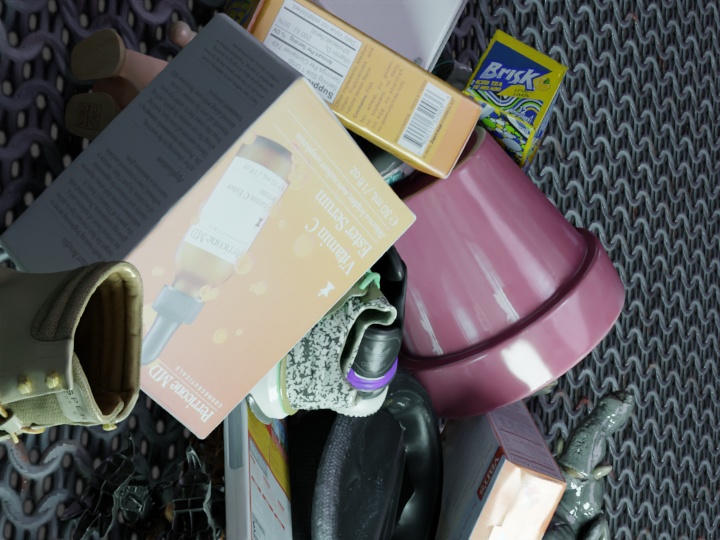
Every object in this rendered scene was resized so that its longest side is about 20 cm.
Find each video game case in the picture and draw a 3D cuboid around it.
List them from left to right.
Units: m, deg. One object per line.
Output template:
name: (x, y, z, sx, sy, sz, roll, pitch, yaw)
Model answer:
video game case: (-0.071, 0.120, 1.172, 0.143, 0.017, 0.202, 69, 15, -60)

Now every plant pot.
plant pot: (0.089, -0.009, 1.388, 0.180, 0.199, 0.200, 57, 41, -17)

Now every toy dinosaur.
toy dinosaur: (-0.126, 0.169, 1.133, 0.136, 0.101, 0.202, 53, 27, -65)

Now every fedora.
fedora: (-0.013, 0.168, 1.288, 0.200, 0.091, 0.203, 2, 88, -59)

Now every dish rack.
dish rack: (0.016, -0.232, 1.340, 0.172, 0.043, 0.201, 46, 50, -23)

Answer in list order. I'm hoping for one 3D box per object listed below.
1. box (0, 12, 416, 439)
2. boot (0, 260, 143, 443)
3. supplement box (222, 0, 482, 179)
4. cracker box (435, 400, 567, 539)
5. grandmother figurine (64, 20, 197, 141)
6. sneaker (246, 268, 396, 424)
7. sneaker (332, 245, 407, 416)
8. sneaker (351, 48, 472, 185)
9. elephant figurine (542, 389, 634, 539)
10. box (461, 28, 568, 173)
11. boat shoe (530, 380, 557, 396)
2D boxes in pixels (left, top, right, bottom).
box: (-0.092, -0.026, 1.056, 0.200, 0.106, 0.152, -46, 135, -3)
boot: (-0.203, 0.084, 0.917, 0.073, 0.154, 0.202, 49, 50, -46)
supplement box: (-0.010, -0.142, 1.243, 0.199, 0.066, 0.069, 30, 89, -28)
cracker box: (0.097, 0.183, 1.360, 0.200, 0.057, 0.135, -105, -142, -74)
grandmother figurine: (-0.116, -0.105, 1.159, 0.199, 0.060, 0.123, 4, 101, -56)
sneaker: (-0.013, 0.013, 1.152, 0.077, 0.088, 0.202, 61, 39, -63)
sneaker: (0.001, 0.000, 1.247, 0.100, 0.069, 0.201, 110, -23, -44)
sneaker: (0.019, -0.136, 1.385, 0.092, 0.077, 0.201, 54, 41, -21)
elephant figurine: (0.178, 0.226, 1.553, 0.200, 0.155, 0.142, -36, 98, -43)
box: (0.120, -0.124, 1.435, 0.065, 0.070, 0.200, -60, 173, -15)
boat shoe: (0.134, 0.076, 1.524, 0.200, 0.074, 0.074, 71, 7, -81)
